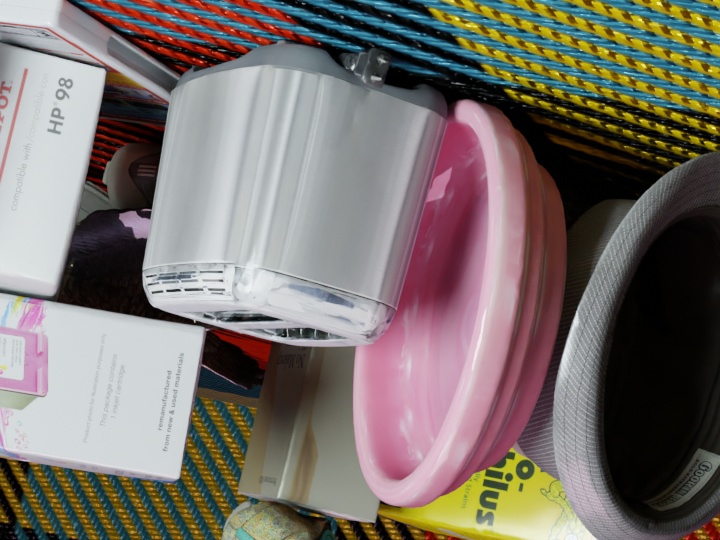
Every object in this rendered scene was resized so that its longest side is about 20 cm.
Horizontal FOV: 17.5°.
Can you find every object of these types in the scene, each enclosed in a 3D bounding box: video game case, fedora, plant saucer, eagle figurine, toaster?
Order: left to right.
[{"bbox_3d":[-0.171,-0.114,1.238,0.142,0.018,0.200,9,171,24],"label":"video game case"},{"bbox_3d":[-0.149,0.028,1.462,0.199,0.152,0.152,-18,-153,-23],"label":"eagle figurine"},{"bbox_3d":[-0.034,-0.035,1.165,0.113,0.130,0.200,15,172,-25],"label":"toaster"},{"bbox_3d":[0.050,0.019,1.148,0.050,0.202,0.200,11,173,-16],"label":"plant saucer"},{"bbox_3d":[0.137,0.034,1.159,0.176,0.202,0.090,9,-176,-45],"label":"fedora"}]

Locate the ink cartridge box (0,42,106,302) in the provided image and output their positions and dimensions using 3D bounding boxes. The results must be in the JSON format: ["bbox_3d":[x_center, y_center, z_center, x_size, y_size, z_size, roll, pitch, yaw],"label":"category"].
[{"bbox_3d":[-0.178,-0.047,1.224,0.066,0.117,0.200,13,173,-7],"label":"ink cartridge box"}]

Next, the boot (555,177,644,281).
[{"bbox_3d":[0.139,0.001,1.307,0.156,0.080,0.211,5,161,4],"label":"boot"}]

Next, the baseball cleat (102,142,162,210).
[{"bbox_3d":[-0.084,-0.027,1.513,0.106,0.070,0.200,8,171,30],"label":"baseball cleat"}]

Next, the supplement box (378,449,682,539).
[{"bbox_3d":[0.114,0.130,1.543,0.198,0.110,0.109,9,172,23],"label":"supplement box"}]

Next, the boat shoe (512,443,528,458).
[{"bbox_3d":[0.088,0.059,1.313,0.062,0.073,0.200,21,-174,15],"label":"boat shoe"}]

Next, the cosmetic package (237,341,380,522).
[{"bbox_3d":[-0.014,0.057,1.509,0.071,0.202,0.105,15,171,-16],"label":"cosmetic package"}]

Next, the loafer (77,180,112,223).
[{"bbox_3d":[-0.224,-0.038,1.515,0.199,0.070,0.070,27,158,-14],"label":"loafer"}]

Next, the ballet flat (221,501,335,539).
[{"bbox_3d":[-0.055,0.176,1.489,0.070,0.071,0.200,12,173,4],"label":"ballet flat"}]

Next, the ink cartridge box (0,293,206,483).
[{"bbox_3d":[-0.190,0.060,1.270,0.198,0.085,0.145,11,173,-4],"label":"ink cartridge box"}]
